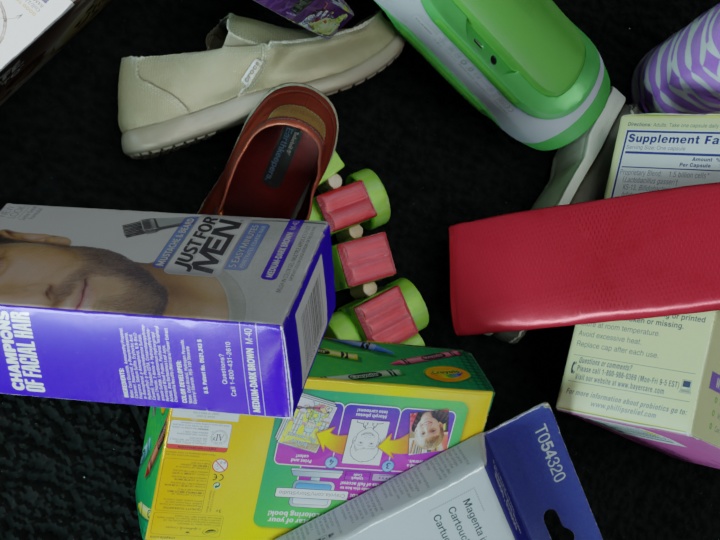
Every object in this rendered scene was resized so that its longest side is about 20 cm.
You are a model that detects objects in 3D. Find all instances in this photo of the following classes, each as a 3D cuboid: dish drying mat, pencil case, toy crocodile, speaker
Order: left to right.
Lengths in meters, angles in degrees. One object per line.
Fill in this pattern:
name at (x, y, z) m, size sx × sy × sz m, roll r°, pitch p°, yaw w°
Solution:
toy crocodile at (0.000, 0.000, 0.802) m, size 0.067 × 0.062 × 0.201 m, roll -21°, pitch 94°, yaw -19°
speaker at (0.078, -0.164, 0.803) m, size 0.200 × 0.088 × 0.089 m, roll 39°, pitch 74°, yaw -33°
dish drying mat at (0.147, -0.005, 0.764) m, size 0.018 × 0.199 × 0.078 m, roll 26°, pitch 61°, yaw -57°
pencil case at (0.251, -0.137, 0.833) m, size 0.083 × 0.200 × 0.086 m, roll -27°, pitch 88°, yaw -9°

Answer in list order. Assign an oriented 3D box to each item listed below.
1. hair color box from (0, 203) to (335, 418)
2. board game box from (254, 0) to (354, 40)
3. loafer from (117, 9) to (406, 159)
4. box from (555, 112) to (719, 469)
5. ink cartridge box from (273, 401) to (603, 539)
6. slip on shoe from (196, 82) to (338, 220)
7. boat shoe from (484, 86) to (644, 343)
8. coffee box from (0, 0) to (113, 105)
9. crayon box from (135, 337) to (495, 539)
hair color box at (-0.122, 0.018, 0.684) m, size 0.198 × 0.110 × 0.065 m, roll 2°, pitch 121°, yaw 12°
board game box at (-0.088, -0.228, 0.727) m, size 0.032 × 0.120 × 0.201 m, roll -41°, pitch 75°, yaw 20°
loafer at (-0.063, -0.131, 0.782) m, size 0.199 × 0.076 × 0.069 m, roll -23°, pitch 100°, yaw -19°
box at (0.232, 0.021, 0.826) m, size 0.175 × 0.096 × 0.202 m, roll 24°, pitch 78°, yaw -48°
ink cartridge box at (0.065, 0.209, 0.767) m, size 0.199 × 0.043 × 0.197 m, roll -26°, pitch 113°, yaw -3°
slip on shoe at (-0.069, -0.016, 0.748) m, size 0.074 × 0.061 × 0.201 m, roll 23°, pitch 109°, yaw -6°
boat shoe at (0.147, -0.031, 0.851) m, size 0.060 × 0.072 × 0.203 m, roll 34°, pitch 72°, yaw -9°
coffee box at (-0.205, -0.159, 0.714) m, size 0.080 × 0.113 × 0.200 m, roll 46°, pitch 73°, yaw -11°
crayon box at (-0.029, 0.105, 0.758) m, size 0.198 × 0.058 × 0.120 m, roll 7°, pitch 112°, yaw -18°
